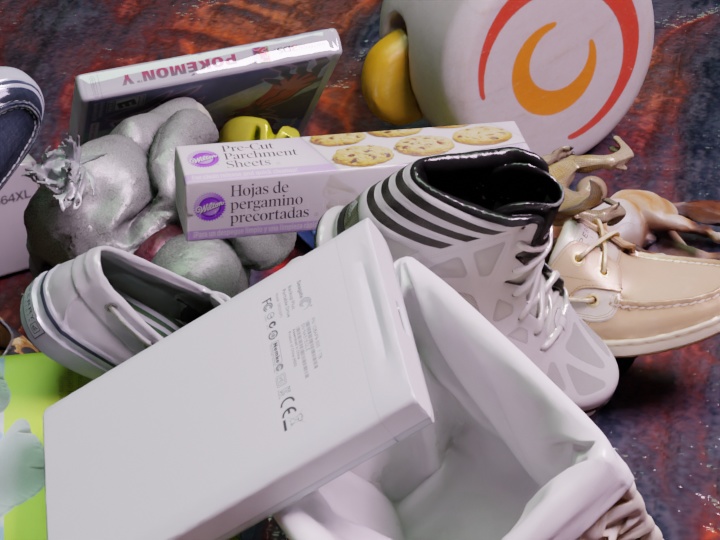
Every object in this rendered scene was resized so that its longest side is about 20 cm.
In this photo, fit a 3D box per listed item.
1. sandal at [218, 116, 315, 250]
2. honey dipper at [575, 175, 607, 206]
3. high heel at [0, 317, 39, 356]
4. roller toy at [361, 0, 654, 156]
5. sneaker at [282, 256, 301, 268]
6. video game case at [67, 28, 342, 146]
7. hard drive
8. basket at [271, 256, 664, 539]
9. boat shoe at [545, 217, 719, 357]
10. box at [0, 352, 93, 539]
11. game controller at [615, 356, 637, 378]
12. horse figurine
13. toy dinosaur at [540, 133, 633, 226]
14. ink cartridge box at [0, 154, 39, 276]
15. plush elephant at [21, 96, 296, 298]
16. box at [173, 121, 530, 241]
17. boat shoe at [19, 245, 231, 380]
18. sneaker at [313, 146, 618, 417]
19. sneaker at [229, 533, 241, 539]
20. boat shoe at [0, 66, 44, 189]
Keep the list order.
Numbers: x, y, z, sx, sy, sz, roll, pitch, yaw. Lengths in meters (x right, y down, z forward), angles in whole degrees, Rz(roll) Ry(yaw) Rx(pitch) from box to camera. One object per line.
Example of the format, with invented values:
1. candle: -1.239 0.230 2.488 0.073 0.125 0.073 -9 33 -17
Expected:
1. sandal: -0.009 -0.041 1.231 0.198 0.080 0.088 10 68 9
2. honey dipper: 0.112 -0.021 1.209 0.038 0.038 0.200 15 31 30
3. high heel: -0.255 0.022 1.050 0.071 0.143 0.199 -40 37 -17
4. roller toy: 0.111 -0.176 1.332 0.181 0.201 0.140 21 13 -35
5. sneaker: 0.000 0.000 1.069 0.073 0.117 0.200 14 14 -18
6. video game case: -0.117 -0.108 1.267 0.180 0.023 0.200 -13 -14 -15
7. hard drive: -0.065 0.070 0.858 0.199 0.027 0.133 -30 39 13
8. basket: 0.046 0.112 0.844 0.135 0.124 0.200 -42 38 -2
9. boat shoe: 0.122 0.005 1.036 0.198 0.070 0.074 -3 25 17
10. box: -0.228 0.109 0.955 0.198 0.048 0.123 -5 56 -4
11. game controller: 0.081 0.071 1.036 0.104 0.043 0.200 16 34 31
12. horse figurine: 0.178 -0.021 1.165 0.199 0.050 0.132 -13 26 -34
13. toy dinosaur: 0.116 -0.043 1.081 0.100 0.059 0.199 -16 13 -27
14. ink cartridge box: -0.326 -0.059 1.269 0.145 0.085 0.200 -17 33 -24
15. plush elephant: -0.123 -0.010 1.112 0.165 0.155 0.200 -46 -4 1
16. box: -0.003 -0.050 0.992 0.198 0.039 0.042 -5 35 -12
17. boat shoe: -0.089 0.045 0.975 0.067 0.199 0.074 -32 53 32
18. sneaker: 0.084 0.009 0.930 0.115 0.200 0.076 -33 36 42
19. sneaker: -0.090 0.144 0.883 0.073 0.084 0.201 -7 30 -6
20. boat shoe: -0.237 -0.027 1.006 0.091 0.071 0.200 31 67 36
